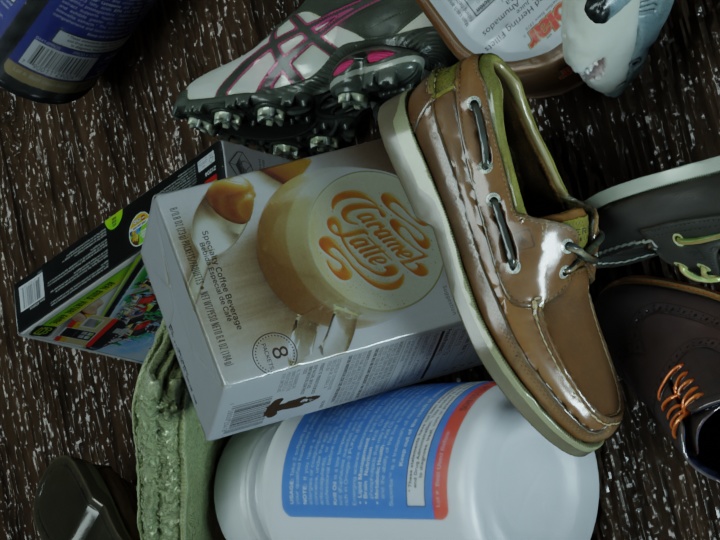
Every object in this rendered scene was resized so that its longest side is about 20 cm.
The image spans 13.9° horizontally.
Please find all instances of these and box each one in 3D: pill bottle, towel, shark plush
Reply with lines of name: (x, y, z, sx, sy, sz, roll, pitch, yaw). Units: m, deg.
pill bottle: (-0.159, -0.203, 1.769, 0.200, 0.112, 0.112, -49, 56, 32)
towel: (-0.089, 0.083, 1.633, 0.036, 0.149, 0.201, 11, 132, 14)
pill bottle: (0.019, 0.116, 1.573, 0.199, 0.112, 0.113, -3, 86, 43)
shark plush: (0.155, -0.187, 1.472, 0.091, 0.083, 0.201, 23, 83, 53)

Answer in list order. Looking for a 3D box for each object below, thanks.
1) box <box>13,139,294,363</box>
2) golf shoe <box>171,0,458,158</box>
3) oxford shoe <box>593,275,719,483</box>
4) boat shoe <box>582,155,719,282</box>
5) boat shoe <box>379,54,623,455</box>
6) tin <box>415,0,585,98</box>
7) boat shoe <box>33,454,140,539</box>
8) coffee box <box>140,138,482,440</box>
box: (-0.098, -0.006, 1.699, 0.200, 0.110, 0.035, -33, 55, 41)
golf shoe: (-0.021, -0.117, 1.665, 0.199, 0.077, 0.089, -10, 66, 39)
oxford shoe: (0.174, 0.059, 1.448, 0.200, 0.072, 0.071, 35, 113, 40)
boat shoe: (0.180, -0.026, 1.444, 0.201, 0.071, 0.061, -22, 80, 48)
boat shoe: (0.082, -0.008, 1.443, 0.068, 0.072, 0.201, -29, 91, 26)
tin: (0.069, -0.179, 1.563, 0.112, 0.042, 0.200, -44, 58, 16)
boat shoe: (-0.129, 0.182, 1.729, 0.072, 0.068, 0.200, -53, 38, 25)
coffee box: (0.000, 0.000, 1.531, 0.080, 0.199, 0.115, 111, 140, -63)
